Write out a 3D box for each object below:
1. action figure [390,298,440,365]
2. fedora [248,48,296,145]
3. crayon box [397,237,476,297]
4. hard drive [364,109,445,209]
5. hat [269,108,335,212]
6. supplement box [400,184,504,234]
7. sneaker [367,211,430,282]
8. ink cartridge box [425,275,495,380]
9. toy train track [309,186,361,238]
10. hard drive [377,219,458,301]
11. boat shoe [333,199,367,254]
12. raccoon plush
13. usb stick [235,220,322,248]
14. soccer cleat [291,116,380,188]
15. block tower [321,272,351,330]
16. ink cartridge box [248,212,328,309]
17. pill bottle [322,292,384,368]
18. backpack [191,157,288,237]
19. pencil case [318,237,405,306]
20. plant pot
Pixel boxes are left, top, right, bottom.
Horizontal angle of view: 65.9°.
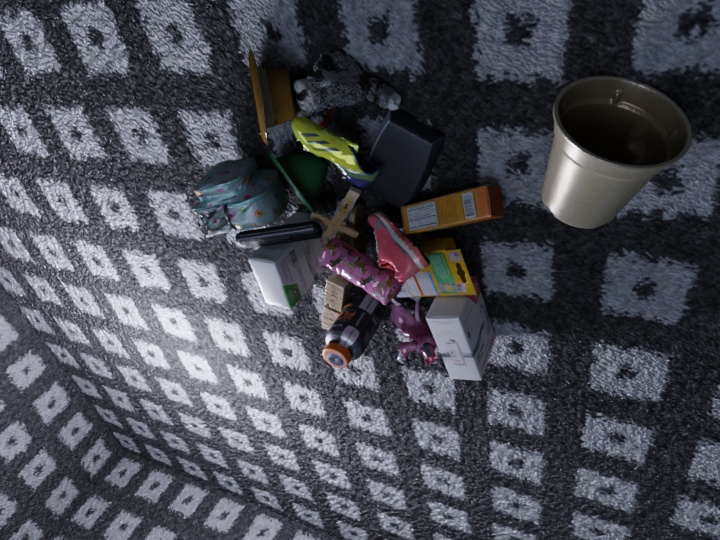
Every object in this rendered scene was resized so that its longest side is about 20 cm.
[{"bbox_3d":[0.153,0.152,1.340,0.134,0.200,0.149,-7,117,-10],"label":"action figure"},{"bbox_3d":[-0.173,-0.349,1.113,0.082,0.201,0.201,-9,133,-8],"label":"fedora"},{"bbox_3d":[0.155,-0.005,1.231,0.200,0.052,0.126,-3,126,36],"label":"crayon box"},{"bbox_3d":[0.077,-0.219,1.136,0.135,0.042,0.200,30,138,5],"label":"hard drive"},{"bbox_3d":[-0.087,-0.245,1.234,0.166,0.176,0.200,53,178,-9],"label":"hat"},{"bbox_3d":[0.183,-0.120,1.128,0.200,0.067,0.069,-7,90,39],"label":"supplement box"},{"bbox_3d":[0.058,-0.053,1.184,0.200,0.087,0.074,50,-175,40],"label":"sneaker"},{"bbox_3d":[0.237,0.133,1.285,0.083,0.147,0.200,-3,127,33],"label":"ink cartridge box"},{"bbox_3d":[-0.040,-0.130,1.212,0.115,0.033,0.200,24,150,-9],"label":"toy train track"},{"bbox_3d":[0.123,-0.025,1.297,0.140,0.033,0.200,33,138,2],"label":"hard drive"},{"bbox_3d":[-0.026,-0.077,1.322,0.064,0.071,0.200,19,126,23],"label":"boat shoe"},{"bbox_3d":[-0.038,-0.325,1.080,0.200,0.097,0.134,35,145,-1],"label":"raccoon plush"},{"bbox_3d":[-0.184,-0.081,1.262,0.200,0.033,0.055,-7,155,13],"label":"usb stick"},{"bbox_3d":[-0.045,-0.245,1.105,0.200,0.065,0.084,38,137,-17],"label":"soccer cleat"},{"bbox_3d":[-0.064,0.085,1.504,0.054,0.058,0.200,23,139,12],"label":"block tower"},{"bbox_3d":[-0.163,-0.029,1.354,0.083,0.200,0.147,10,132,30],"label":"ink cartridge box"},{"bbox_3d":[-0.021,0.158,1.434,0.106,0.200,0.106,17,136,18],"label":"pill bottle"},{"bbox_3d":[-0.277,-0.176,1.306,0.200,0.176,0.153,1,127,16],"label":"backpack"},{"bbox_3d":[0.000,0.000,1.246,0.200,0.083,0.087,30,129,17],"label":"pencil case"},{"bbox_3d":[0.382,-0.174,0.893,0.200,0.201,0.184,23,149,12],"label":"plant pot"}]
